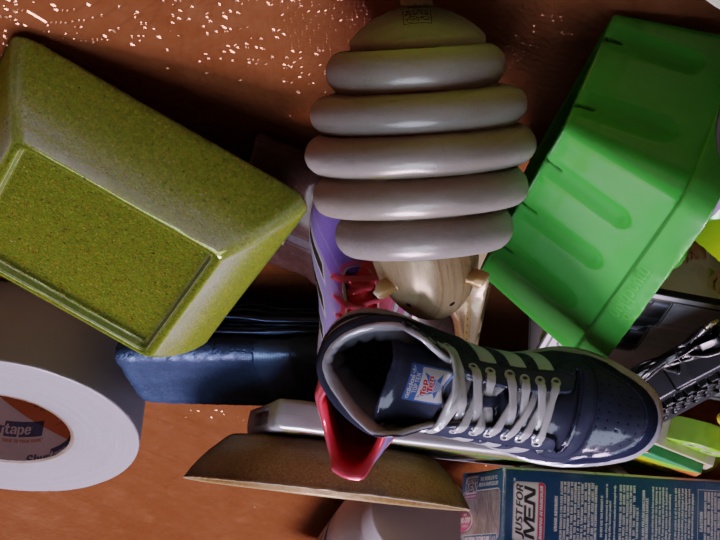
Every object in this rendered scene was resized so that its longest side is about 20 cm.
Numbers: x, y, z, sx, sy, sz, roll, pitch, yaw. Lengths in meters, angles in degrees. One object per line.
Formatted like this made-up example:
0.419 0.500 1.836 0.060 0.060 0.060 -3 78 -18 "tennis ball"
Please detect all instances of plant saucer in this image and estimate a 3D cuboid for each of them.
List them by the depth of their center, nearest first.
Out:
-0.159 -0.027 1.296 0.200 0.048 0.200 29 143 -8 "plant saucer"
-0.022 0.138 1.468 0.200 0.036 0.200 6 172 1 "plant saucer"

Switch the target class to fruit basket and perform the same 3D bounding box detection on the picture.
0.195 -0.034 1.207 0.215 0.156 0.216 18 145 13 "fruit basket"

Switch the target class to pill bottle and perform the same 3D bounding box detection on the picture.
0.019 0.233 1.671 0.112 0.113 0.200 13 148 -12 "pill bottle"

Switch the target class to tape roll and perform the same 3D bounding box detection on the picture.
-0.253 0.085 1.520 0.200 0.066 0.200 4 149 2 "tape roll"

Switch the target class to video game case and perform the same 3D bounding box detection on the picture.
0.030 0.112 1.449 0.199 0.023 0.182 8 173 -8 "video game case"

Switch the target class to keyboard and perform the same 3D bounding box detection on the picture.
0.200 0.066 1.293 0.200 0.021 0.127 -34 155 30 "keyboard"

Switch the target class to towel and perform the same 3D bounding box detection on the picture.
-0.062 0.058 1.462 0.199 0.049 0.112 1 155 6 "towel"

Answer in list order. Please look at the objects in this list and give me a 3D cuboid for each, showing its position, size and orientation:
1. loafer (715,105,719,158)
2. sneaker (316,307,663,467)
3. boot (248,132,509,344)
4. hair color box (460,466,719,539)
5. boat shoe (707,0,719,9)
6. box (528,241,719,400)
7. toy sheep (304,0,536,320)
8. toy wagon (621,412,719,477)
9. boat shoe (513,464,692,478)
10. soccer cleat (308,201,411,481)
0.243 -0.069 1.106 0.073 0.072 0.200 0 161 32 "loafer"
0.069 0.069 1.175 0.199 0.070 0.108 14 -177 8 "sneaker"
0.000 0.000 1.342 0.166 0.072 0.200 13 136 3 "boot"
0.179 0.175 1.490 0.199 0.061 0.100 5 170 -13 "hair color box"
0.244 -0.144 1.082 0.200 0.072 0.068 21 116 -35 "boat shoe"
0.217 0.028 1.364 0.199 0.060 0.117 11 147 -9 "box"
0.032 -0.072 1.144 0.137 0.201 0.138 -7 -172 1 "toy sheep"
0.182 0.107 1.450 0.155 0.040 0.200 22 170 -40 "toy wagon"
0.194 0.173 1.592 0.201 0.061 0.072 22 106 -23 "boat shoe"
0.000 0.036 1.270 0.067 0.077 0.200 5 130 8 "soccer cleat"
